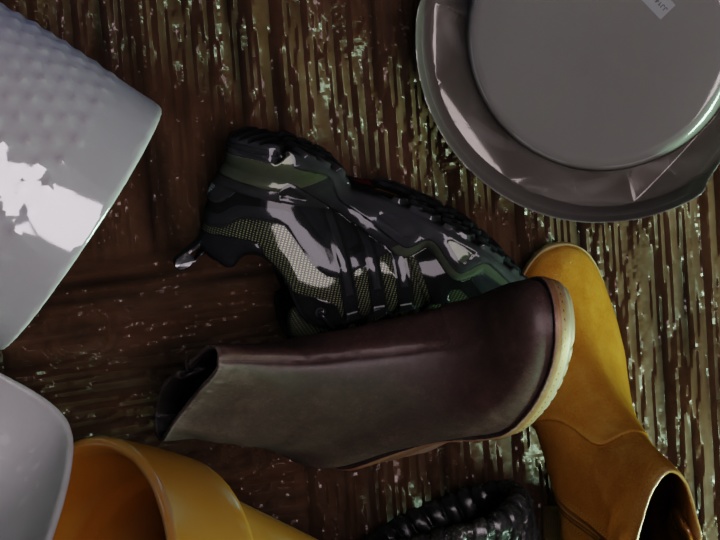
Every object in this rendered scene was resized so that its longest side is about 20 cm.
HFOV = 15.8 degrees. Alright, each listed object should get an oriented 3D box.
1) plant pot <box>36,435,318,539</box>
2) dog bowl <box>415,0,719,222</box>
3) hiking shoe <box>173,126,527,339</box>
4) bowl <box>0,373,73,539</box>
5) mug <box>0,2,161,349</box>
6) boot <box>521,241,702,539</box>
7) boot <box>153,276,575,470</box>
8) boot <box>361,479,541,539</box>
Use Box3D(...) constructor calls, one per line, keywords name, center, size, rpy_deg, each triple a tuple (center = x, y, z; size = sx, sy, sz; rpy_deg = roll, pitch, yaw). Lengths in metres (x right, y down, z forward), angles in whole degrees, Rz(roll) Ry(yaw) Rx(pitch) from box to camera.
Box3D(name="plant pot", center=(-0.078, 0.202, 1.359), size=(0.183, 0.200, 0.201), rpy_deg=(16, 92, -35))
Box3D(name="dog bowl", center=(0.131, -0.128, 1.407), size=(0.200, 0.059, 0.201), rpy_deg=(1, 101, 7))
Box3D(name="hiking shoe", center=(0.000, 0.000, 1.418), size=(0.200, 0.076, 0.101), rpy_deg=(26, 101, -13))
Box3D(name="bowl", center=(-0.254, 0.116, 1.286), size=(0.200, 0.200, 0.075), rpy_deg=(23, 128, -6))
Box3D(name="mug", center=(-0.220, -0.051, 1.273), size=(0.175, 0.148, 0.200), rpy_deg=(34, 51, -10))
Box3D(name="boot", center=(0.141, 0.090, 1.430), size=(0.071, 0.144, 0.202), rpy_deg=(-7, 100, -18))
Box3D(name="boot", center=(0.001, 0.056, 1.355), size=(0.166, 0.200, 0.073), rpy_deg=(5, 63, -29))
Box3D(name="boot", center=(0.028, 0.225, 1.444), size=(0.211, 0.079, 0.158), rpy_deg=(-32, 113, -23))
